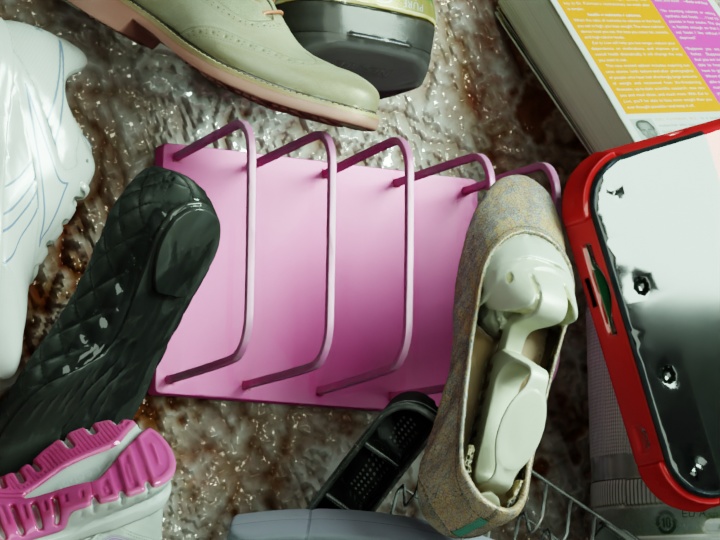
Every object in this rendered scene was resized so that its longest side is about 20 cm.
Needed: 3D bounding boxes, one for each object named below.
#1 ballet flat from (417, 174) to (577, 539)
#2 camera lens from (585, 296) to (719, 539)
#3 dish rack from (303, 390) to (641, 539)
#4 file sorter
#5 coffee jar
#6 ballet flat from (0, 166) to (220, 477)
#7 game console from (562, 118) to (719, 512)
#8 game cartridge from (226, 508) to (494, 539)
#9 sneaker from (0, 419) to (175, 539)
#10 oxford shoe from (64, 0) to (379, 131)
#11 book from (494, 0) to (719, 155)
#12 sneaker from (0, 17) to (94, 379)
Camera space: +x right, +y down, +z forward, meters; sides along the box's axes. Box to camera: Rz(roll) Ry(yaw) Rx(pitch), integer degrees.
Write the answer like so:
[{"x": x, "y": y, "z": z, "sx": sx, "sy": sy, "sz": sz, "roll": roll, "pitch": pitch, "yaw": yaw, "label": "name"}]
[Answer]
[{"x": 0.081, "y": 0.042, "z": 1.349, "sx": 0.068, "sy": 0.067, "sz": 0.201, "roll": 16, "pitch": 75, "yaw": -23, "label": "ballet flat"}, {"x": 0.211, "y": 0.084, "z": 1.498, "sx": 0.159, "sy": 0.160, "sz": 0.201, "roll": 3, "pitch": 81, "yaw": -26, "label": "camera lens"}, {"x": 0.059, "y": 0.169, "z": 1.419, "sx": 0.200, "sy": 0.055, "sz": 0.154, "roll": 34, "pitch": 109, "yaw": -8, "label": "dish rack"}, {"x": 0.000, "y": 0.000, "z": 1.424, "sx": 0.199, "sy": 0.125, "sz": 0.140, "roll": 6, "pitch": 80, "yaw": -26, "label": "file sorter"}, {"x": -0.009, "y": -0.200, "z": 1.470, "sx": 0.104, "sy": 0.085, "sz": 0.201, "roll": 8, "pitch": 78, "yaw": -32, "label": "coffee jar"}, {"x": -0.139, "y": 0.037, "z": 1.367, "sx": 0.066, "sy": 0.057, "sz": 0.200, "roll": 30, "pitch": 97, "yaw": -40, "label": "ballet flat"}, {"x": 0.209, "y": 0.017, "z": 1.410, "sx": 0.176, "sy": 0.031, "sz": 0.201, "roll": -16, "pitch": 88, "yaw": -25, "label": "game console"}, {"x": 0.018, "y": 0.197, "z": 1.387, "sx": 0.199, "sy": 0.040, "sz": 0.134, "roll": 11, "pitch": 107, "yaw": -1, "label": "game cartridge"}, {"x": -0.186, "y": 0.150, "z": 1.331, "sx": 0.199, "sy": 0.081, "sz": 0.089, "roll": -13, "pitch": 125, "yaw": -9, "label": "sneaker"}, {"x": -0.070, "y": -0.138, "z": 1.390, "sx": 0.199, "sy": 0.071, "sz": 0.074, "roll": 28, "pitch": 92, "yaw": 10, "label": "oxford shoe"}, {"x": 0.182, "y": -0.106, "z": 1.514, "sx": 0.133, "sy": 0.048, "sz": 0.200, "roll": -5, "pitch": 48, "yaw": -29, "label": "book"}, {"x": -0.180, "y": -0.040, "z": 1.371, "sx": 0.087, "sy": 0.074, "sz": 0.201, "roll": 7, "pitch": 80, "yaw": -32, "label": "sneaker"}]
